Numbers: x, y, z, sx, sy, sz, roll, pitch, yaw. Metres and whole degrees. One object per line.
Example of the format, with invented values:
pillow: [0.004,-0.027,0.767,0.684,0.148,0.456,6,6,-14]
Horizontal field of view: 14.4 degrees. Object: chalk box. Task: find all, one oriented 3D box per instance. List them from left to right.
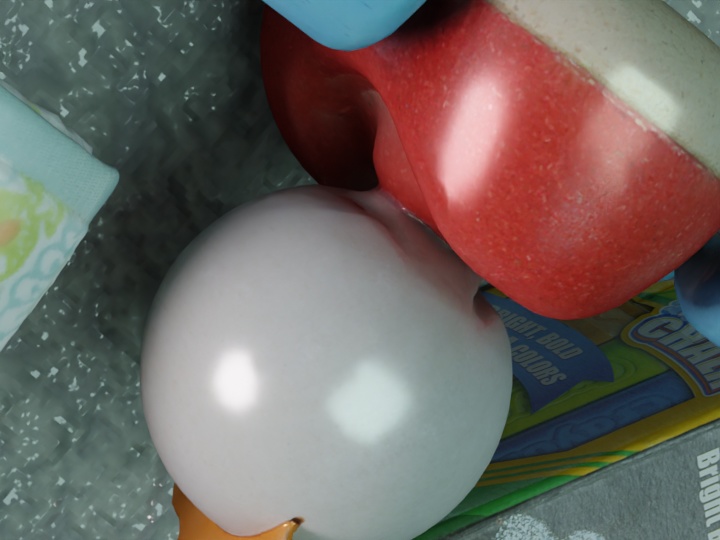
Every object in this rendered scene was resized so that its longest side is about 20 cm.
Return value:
chalk box: [0.082,0.073,0.840,0.200,0.124,0.125,-20,116,-21]

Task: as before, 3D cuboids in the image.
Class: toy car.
toy car: [0.000,0.000,0.736,0.184,0.177,0.200,36,92,-24]

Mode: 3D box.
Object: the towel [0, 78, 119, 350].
towel: [-0.174,-0.012,0.633,0.200,0.048,0.171,39,89,-30]
